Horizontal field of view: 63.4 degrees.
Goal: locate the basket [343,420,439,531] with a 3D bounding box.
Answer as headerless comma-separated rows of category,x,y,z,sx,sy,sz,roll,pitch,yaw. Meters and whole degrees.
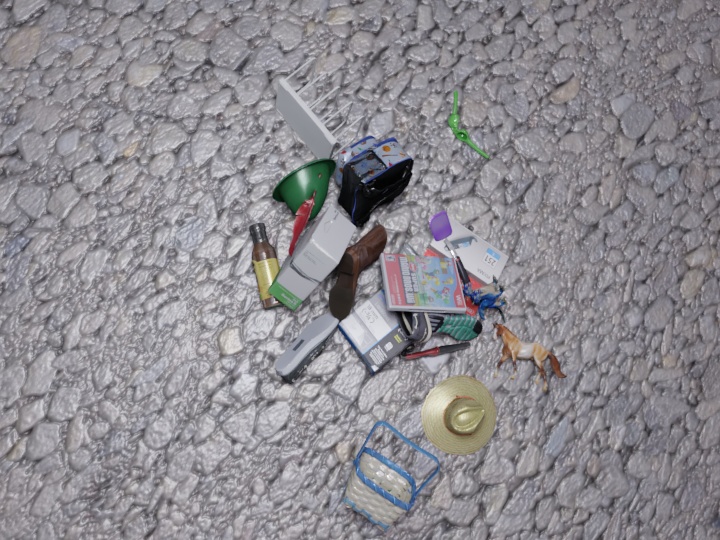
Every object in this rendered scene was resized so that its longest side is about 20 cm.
basket,0.058,0.458,1.312,0.175,0.139,0.202,36,107,-1

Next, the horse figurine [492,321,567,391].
horse figurine,0.415,0.219,1.462,0.194,0.050,0.135,14,61,2

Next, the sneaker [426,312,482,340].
sneaker,0.217,0.111,1.437,0.196,0.075,0.088,17,32,-33

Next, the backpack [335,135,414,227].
backpack,0.034,-0.231,1.425,0.187,0.201,0.156,-26,75,-18

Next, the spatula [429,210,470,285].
spatula,0.229,-0.047,1.452,0.055,0.021,0.204,-24,87,-13

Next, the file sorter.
file sorter,-0.099,-0.394,1.447,0.124,0.139,0.201,-40,88,-16

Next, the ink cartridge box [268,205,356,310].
ink cartridge box,-0.110,-0.027,1.321,0.083,0.200,0.147,37,41,-11

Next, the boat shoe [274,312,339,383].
boat shoe,-0.120,0.182,1.386,0.200,0.068,0.057,-44,124,-20

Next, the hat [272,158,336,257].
hat,-0.106,-0.135,1.375,0.197,0.166,0.179,-28,78,-4

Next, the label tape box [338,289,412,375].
label tape box,0.064,0.129,1.407,0.198,0.064,0.145,-37,76,-13

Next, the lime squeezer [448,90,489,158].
lime squeezer,0.273,-0.380,1.563,0.070,0.037,0.204,-20,82,-43

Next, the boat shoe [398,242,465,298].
boat shoe,0.178,0.010,1.437,0.199,0.074,0.066,33,107,5

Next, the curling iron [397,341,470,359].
curling iron,0.182,0.191,1.447,0.194,0.026,0.051,-2,78,-10

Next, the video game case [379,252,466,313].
video game case,0.146,0.030,1.367,0.194,0.018,0.146,4,58,-19

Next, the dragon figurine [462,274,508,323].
dragon figurine,0.305,0.078,1.434,0.098,0.201,0.059,-30,53,-2

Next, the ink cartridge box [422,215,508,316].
ink cartridge box,0.254,-0.010,1.485,0.197,0.045,0.179,32,76,-3

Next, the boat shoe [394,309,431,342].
boat shoe,0.105,0.073,1.366,0.062,0.073,0.204,7,52,-42

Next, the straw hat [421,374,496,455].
straw hat,0.250,0.351,1.400,0.195,0.085,0.207,2,80,-8

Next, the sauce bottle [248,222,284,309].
sauce bottle,-0.225,-0.012,1.398,0.063,0.065,0.205,-12,81,-11

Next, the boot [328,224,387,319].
boot,0.000,0.000,1.410,0.063,0.200,0.190,23,121,15
